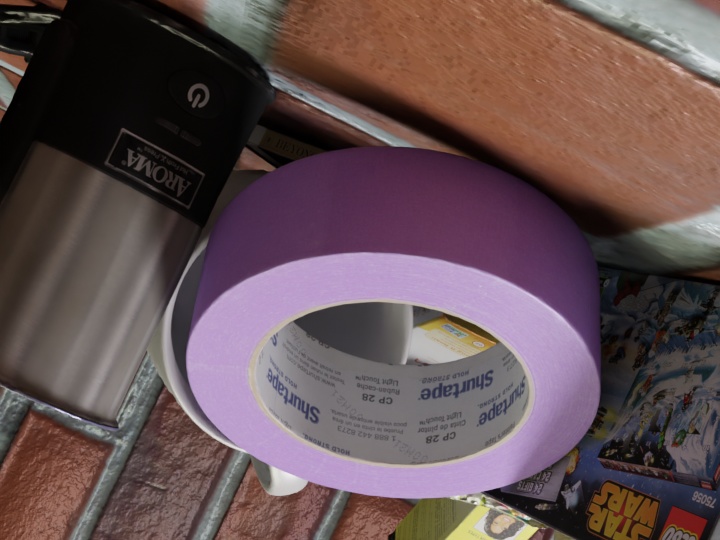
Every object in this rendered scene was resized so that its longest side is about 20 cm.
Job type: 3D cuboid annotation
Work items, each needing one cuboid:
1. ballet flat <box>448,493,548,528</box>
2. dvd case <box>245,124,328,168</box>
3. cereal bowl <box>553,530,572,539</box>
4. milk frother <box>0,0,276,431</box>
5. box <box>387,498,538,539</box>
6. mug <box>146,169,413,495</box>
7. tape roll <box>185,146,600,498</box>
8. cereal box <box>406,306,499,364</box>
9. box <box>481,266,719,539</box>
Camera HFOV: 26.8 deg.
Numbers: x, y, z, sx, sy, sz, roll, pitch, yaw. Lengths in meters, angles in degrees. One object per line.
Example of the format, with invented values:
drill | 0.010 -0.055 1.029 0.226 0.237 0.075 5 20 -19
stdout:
ballet flat | 0.087 0.110 0.916 0.198 0.064 0.076 11 -142 -2
dvd case | 0.038 -0.031 0.890 0.199 0.016 0.148 22 175 30
cereal bowl | 0.235 0.199 1.096 0.199 0.200 0.084 23 134 31
milk frother | -0.169 -0.046 0.777 0.179 0.190 0.200 28 175 -15
box | 0.089 0.162 1.057 0.050 0.201 0.076 29 -149 -14
mug | -0.062 0.038 0.913 0.146 0.202 0.175 -12 -164 -16
tape roll | 0.017 0.032 0.737 0.198 0.066 0.201 4 140 3
cereal box | 0.068 0.059 0.947 0.143 0.040 0.200 25 159 -19
box | 0.142 0.073 0.733 0.040 0.138 0.200 28 175 -21
